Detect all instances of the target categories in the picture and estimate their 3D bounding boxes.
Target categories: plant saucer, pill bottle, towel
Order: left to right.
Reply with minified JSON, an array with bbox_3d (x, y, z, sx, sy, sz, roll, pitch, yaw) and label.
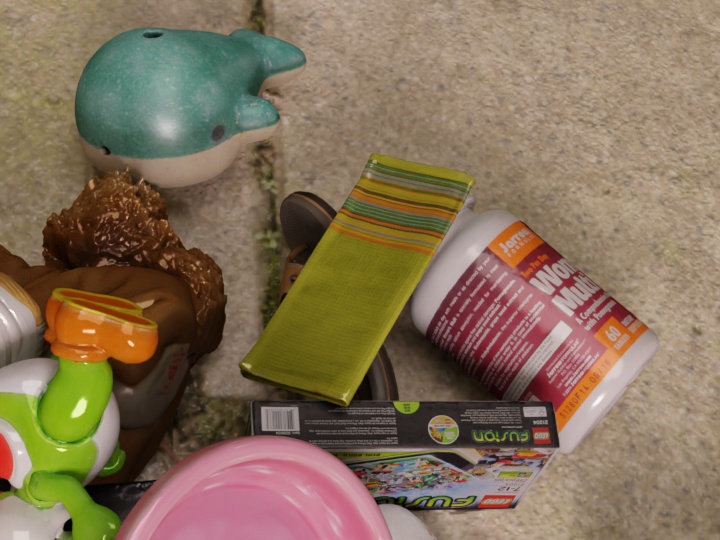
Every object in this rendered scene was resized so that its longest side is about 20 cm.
[{"bbox_3d":[-0.064,0.189,0.731,0.199,0.051,0.203,4,84,-42],"label":"plant saucer"},{"bbox_3d":[0.000,0.000,0.916,0.085,0.018,0.201,11,53,30],"label":"towel"},{"bbox_3d":[0.106,0.027,0.985,0.200,0.110,0.109,41,60,13],"label":"pill bottle"}]

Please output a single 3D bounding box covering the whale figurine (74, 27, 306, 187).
[{"bbox_3d":[-0.126,-0.146,1.036,0.158,0.104,0.200,21,43,31],"label":"whale figurine"}]

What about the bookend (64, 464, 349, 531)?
[{"bbox_3d":[-0.095,0.233,0.831,0.197,0.092,0.202,-3,62,-12],"label":"bookend"}]

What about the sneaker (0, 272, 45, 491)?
[{"bbox_3d":[-0.249,0.093,0.818,0.075,0.201,0.088,29,36,22],"label":"sneaker"}]

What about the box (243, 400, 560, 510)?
[{"bbox_3d":[0.021,0.124,0.910,0.198,0.110,0.035,1,59,-11],"label":"box"}]

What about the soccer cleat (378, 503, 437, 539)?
[{"bbox_3d":[0.055,0.232,0.866,0.068,0.085,0.201,-14,64,-19],"label":"soccer cleat"}]

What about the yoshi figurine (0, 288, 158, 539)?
[{"bbox_3d":[-0.152,0.119,0.765,0.111,0.112,0.202,18,92,31],"label":"yoshi figurine"}]

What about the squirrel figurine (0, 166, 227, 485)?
[{"bbox_3d":[-0.198,0.022,0.931,0.185,0.142,0.200,23,43,15],"label":"squirrel figurine"}]

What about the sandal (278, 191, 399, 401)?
[{"bbox_3d":[-0.028,0.032,0.976,0.054,0.082,0.202,-8,69,-23],"label":"sandal"}]
